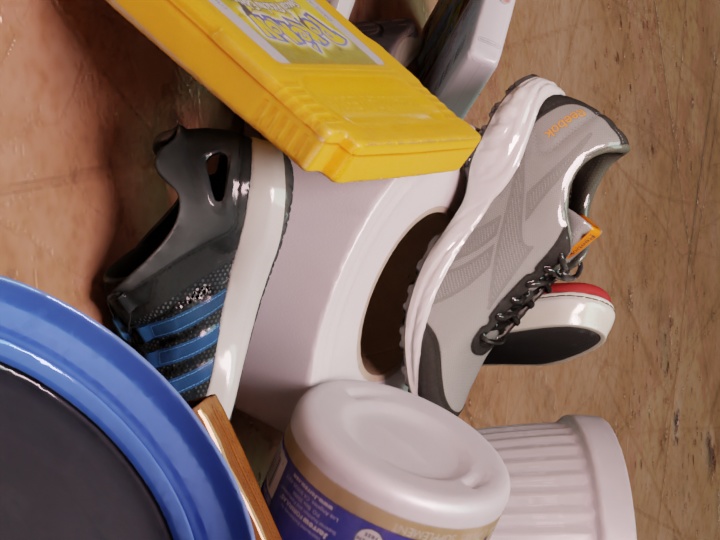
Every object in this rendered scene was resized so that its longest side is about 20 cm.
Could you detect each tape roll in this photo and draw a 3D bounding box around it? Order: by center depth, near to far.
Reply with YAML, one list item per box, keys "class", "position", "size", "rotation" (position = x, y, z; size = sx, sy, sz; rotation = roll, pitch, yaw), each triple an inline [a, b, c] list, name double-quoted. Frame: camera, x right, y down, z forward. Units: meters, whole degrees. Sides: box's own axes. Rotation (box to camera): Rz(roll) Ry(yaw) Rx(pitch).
- class: "tape roll"
  position: [0.000, 0.000, 1.084]
  size: [0.202, 0.071, 0.203]
  rotation: [-46, 149, -38]

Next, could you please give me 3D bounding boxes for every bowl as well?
- class: "bowl"
  position: [-0.131, 0.086, 0.777]
  size: [0.200, 0.039, 0.201]
  rotation: [34, 27, -20]

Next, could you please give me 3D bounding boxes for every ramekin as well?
- class: "ramekin"
  position: [0.086, 0.182, 1.118]
  size: [0.200, 0.104, 0.201]
  rotation: [-178, -90, -84]

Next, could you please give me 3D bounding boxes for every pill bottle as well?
- class: "pill bottle"
  position: [-0.012, 0.170, 1.011]
  size: [0.120, 0.119, 0.201]
  rotation: [-28, 143, -64]

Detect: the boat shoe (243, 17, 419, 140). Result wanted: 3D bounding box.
- class: "boat shoe"
  position: [-0.008, -0.090, 1.154]
  size: [0.200, 0.075, 0.072]
  rotation: [-46, 133, -56]

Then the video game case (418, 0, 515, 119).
- class: "video game case"
  position: [0.062, -0.144, 1.232]
  size: [0.200, 0.023, 0.183]
  rotation: [121, -12, -55]

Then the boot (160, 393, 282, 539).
- class: "boot"
  position: [-0.089, 0.172, 0.927]
  size: [0.201, 0.188, 0.068]
  rotation: [57, 44, -6]

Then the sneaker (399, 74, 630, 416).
- class: "sneaker"
  position: [0.082, -0.004, 1.068]
  size: [0.201, 0.079, 0.074]
  rotation: [-67, 158, 5]

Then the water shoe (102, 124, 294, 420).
- class: "water shoe"
  position: [-0.094, 0.022, 0.973]
  size: [0.072, 0.078, 0.201]
  rotation: [-113, -142, -72]

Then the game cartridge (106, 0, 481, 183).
- class: "game cartridge"
  position: [-0.047, -0.117, 0.948]
  size: [0.033, 0.200, 0.176]
  rotation: [-55, 164, 18]

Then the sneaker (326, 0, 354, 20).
- class: "sneaker"
  position: [-0.019, -0.175, 1.131]
  size: [0.082, 0.074, 0.201]
  rotation: [47, 48, -52]

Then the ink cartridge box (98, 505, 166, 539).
- class: "ink cartridge box"
  position: [-0.152, 0.192, 0.804]
  size: [0.200, 0.083, 0.148]
  rotation: [-28, 115, -64]

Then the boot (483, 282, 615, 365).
- class: "boot"
  position: [0.086, -0.014, 1.218]
  size: [0.072, 0.200, 0.145]
  rotation: [23, 72, -35]
